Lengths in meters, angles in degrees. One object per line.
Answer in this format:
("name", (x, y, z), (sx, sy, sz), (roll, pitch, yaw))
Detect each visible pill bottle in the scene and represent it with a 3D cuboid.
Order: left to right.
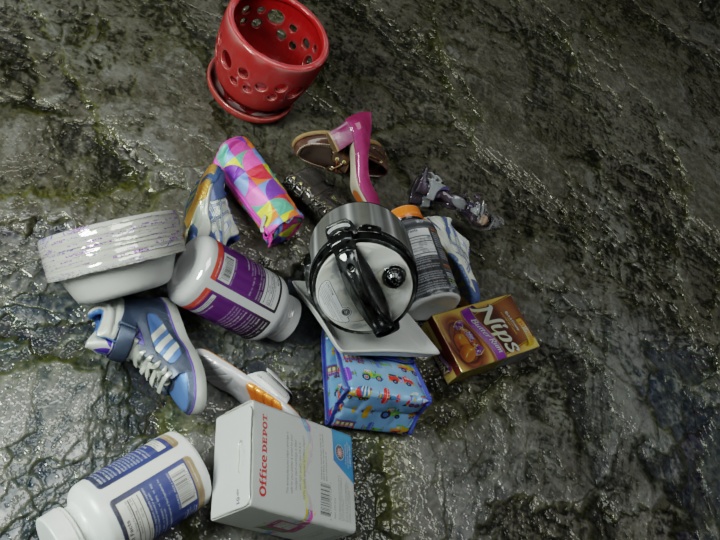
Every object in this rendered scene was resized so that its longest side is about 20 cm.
("pill bottle", (-0.299, 0.299, 1.026), (0.199, 0.111, 0.111), (-26, 74, -39))
("pill bottle", (-0.190, 0.036, 1.245), (0.199, 0.112, 0.113), (32, 45, -34))
("pill bottle", (0.103, -0.019, 1.467), (0.105, 0.106, 0.201), (-1, 59, -29))

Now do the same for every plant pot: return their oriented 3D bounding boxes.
("plant pot", (-0.179, -0.389, 1.512), (0.199, 0.183, 0.202), (14, 53, -19))

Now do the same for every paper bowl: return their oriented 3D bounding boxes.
("paper bowl", (-0.350, -0.016, 1.162), (0.200, 0.200, 0.105), (-18, 95, -36))

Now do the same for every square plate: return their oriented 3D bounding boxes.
("square plate", (0.004, 0.084, 1.341), (0.197, 0.029, 0.200), (5, 29, -34))

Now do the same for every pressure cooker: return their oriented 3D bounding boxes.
("pressure cooker", (0.002, -0.002, 1.265), (0.175, 0.180, 0.200), (20, 23, -13))

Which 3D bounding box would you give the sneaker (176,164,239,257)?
("sneaker", (-0.243, -0.079, 1.340), (0.088, 0.075, 0.202), (21, 59, -26))

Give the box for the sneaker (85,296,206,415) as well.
("sneaker", (-0.315, 0.126, 1.148), (0.146, 0.081, 0.201), (-4, 57, -39))

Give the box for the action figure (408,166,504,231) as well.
("action figure", (0.198, -0.130, 1.593), (0.199, 0.130, 0.070), (23, 84, -9))

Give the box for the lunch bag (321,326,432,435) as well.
("lunch bag", (0.014, 0.157, 1.325), (0.149, 0.094, 0.201), (11, 38, -21))

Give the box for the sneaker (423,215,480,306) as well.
("sneaker", (0.185, -0.024, 1.536), (0.088, 0.075, 0.201), (-14, 67, -35))

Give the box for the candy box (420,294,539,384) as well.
("candy box", (0.218, 0.122, 1.468), (0.199, 0.057, 0.117), (-12, 65, -36))

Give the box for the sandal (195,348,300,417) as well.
("sandal", (-0.158, 0.168, 1.214), (0.206, 0.079, 0.059), (37, 52, 1))

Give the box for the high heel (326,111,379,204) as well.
("high heel", (0.017, -0.193, 1.516), (0.095, 0.067, 0.201), (-30, 101, -13))

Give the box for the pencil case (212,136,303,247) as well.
("pencil case", (-0.180, -0.138, 1.410), (0.088, 0.089, 0.201), (-25, 71, -38))

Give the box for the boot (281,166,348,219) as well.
("boot", (-0.072, -0.109, 1.451), (0.174, 0.069, 0.200), (40, 27, 2))

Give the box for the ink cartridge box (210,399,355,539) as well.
("ink cartridge box", (-0.105, 0.283, 1.118), (0.199, 0.084, 0.146), (31, 44, -40))

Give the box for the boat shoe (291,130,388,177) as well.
("boat shoe", (-0.033, -0.219, 1.551), (0.198, 0.070, 0.071), (0, 58, -28))
